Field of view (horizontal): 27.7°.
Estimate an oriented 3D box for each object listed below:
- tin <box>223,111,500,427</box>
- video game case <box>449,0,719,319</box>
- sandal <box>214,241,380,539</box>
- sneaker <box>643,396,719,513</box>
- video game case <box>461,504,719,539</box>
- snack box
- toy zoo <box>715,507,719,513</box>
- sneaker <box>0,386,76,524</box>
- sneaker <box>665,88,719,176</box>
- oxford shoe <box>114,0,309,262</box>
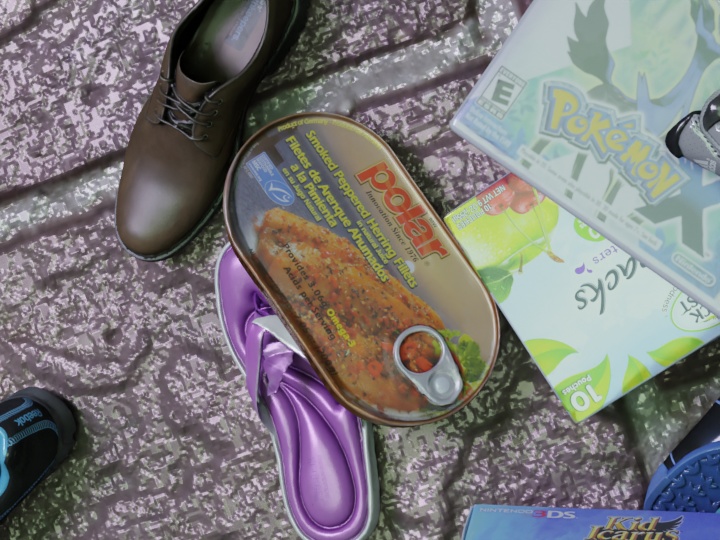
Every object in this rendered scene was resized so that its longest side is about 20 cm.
[{"bbox_3d":[0.000,0.000,0.860,0.112,0.042,0.200,-33,84,-8],"label":"tin"},{"bbox_3d":[0.179,-0.096,0.786,0.200,0.022,0.183,36,96,8],"label":"video game case"},{"bbox_3d":[-0.035,0.072,0.884,0.082,0.050,0.203,-21,88,13],"label":"sandal"},{"bbox_3d":[0.239,0.079,0.815,0.070,0.078,0.200,39,123,-10],"label":"sneaker"},{"bbox_3d":[0.163,0.219,0.810,0.199,0.045,0.182,-1,115,16],"label":"video game case"},{"bbox_3d":[0.169,-0.027,0.828,0.200,0.053,0.142,-34,86,11],"label":"snack box"},{"bbox_3d":[0.245,0.177,0.804,0.131,0.020,0.200,32,121,0],"label":"toy zoo"},{"bbox_3d":[-0.266,0.157,0.927,0.073,0.082,0.200,38,102,7],"label":"sneaker"},{"bbox_3d":[0.202,-0.026,0.743,0.115,0.075,0.201,21,84,13],"label":"sneaker"},{"bbox_3d":[-0.104,-0.097,0.876,0.072,0.084,0.201,25,100,9],"label":"oxford shoe"}]
